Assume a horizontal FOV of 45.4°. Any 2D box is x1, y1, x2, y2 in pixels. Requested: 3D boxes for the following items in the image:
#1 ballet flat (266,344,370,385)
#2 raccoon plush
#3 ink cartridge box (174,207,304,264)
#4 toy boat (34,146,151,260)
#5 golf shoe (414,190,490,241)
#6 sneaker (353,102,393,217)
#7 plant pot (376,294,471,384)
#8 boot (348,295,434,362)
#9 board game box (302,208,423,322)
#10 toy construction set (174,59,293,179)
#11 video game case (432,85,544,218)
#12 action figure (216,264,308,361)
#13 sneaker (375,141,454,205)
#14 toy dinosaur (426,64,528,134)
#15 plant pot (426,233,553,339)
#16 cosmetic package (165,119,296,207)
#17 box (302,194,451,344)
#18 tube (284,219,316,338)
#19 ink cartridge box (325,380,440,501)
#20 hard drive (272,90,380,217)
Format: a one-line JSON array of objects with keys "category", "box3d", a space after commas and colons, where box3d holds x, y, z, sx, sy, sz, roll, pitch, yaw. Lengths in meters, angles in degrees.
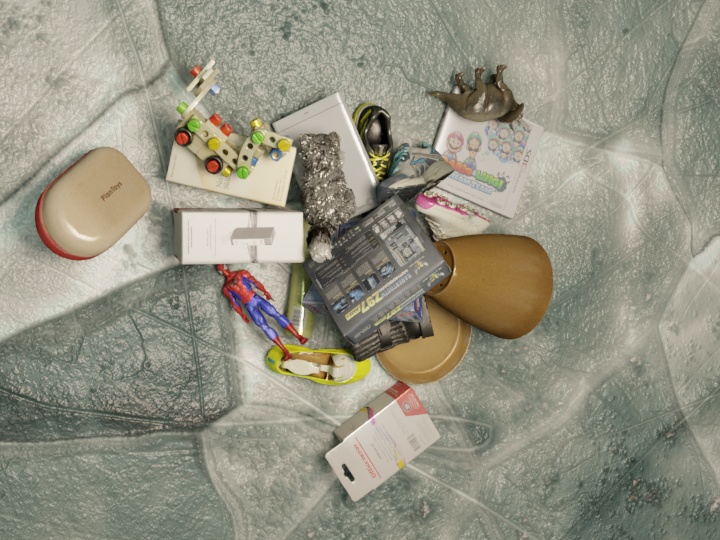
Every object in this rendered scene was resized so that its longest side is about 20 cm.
[{"category": "ballet flat", "box3d": [-0.068, 0.170, 1.518, 0.197, 0.067, 0.068, 9, 93, -18]}, {"category": "raccoon plush", "box3d": [-0.053, -0.129, 1.369, 0.095, 0.202, 0.135, -10, 131, -3]}, {"category": "ink cartridge box", "box3d": [-0.201, -0.059, 1.409, 0.196, 0.144, 0.085, 0, 96, -17]}, {"category": "toy boat", "box3d": [-0.431, -0.094, 1.349, 0.131, 0.130, 0.201, 51, 39, -16]}, {"category": "golf shoe", "box3d": [0.156, -0.080, 1.528, 0.198, 0.075, 0.092, 16, 107, -48]}, {"category": "sneaker", "box3d": [0.017, -0.190, 1.495, 0.073, 0.085, 0.204, -4, 97, -16]}, {"category": "plant pot", "box3d": [0.111, 0.108, 1.589, 0.196, 0.027, 0.204, -2, 98, -17]}, {"category": "boot", "box3d": [0.031, 0.041, 1.509, 0.155, 0.079, 0.215, -15, 77, 3]}, {"category": "board game box", "box3d": [0.000, 0.000, 1.455, 0.196, 0.062, 0.203, -10, 65, 17]}, {"category": "toy construction set", "box3d": [-0.209, -0.223, 1.330, 0.131, 0.092, 0.200, -42, 90, 20]}, {"category": "video game case", "box3d": [0.228, -0.217, 1.590, 0.197, 0.024, 0.185, 20, 90, -18]}, {"category": "action figure", "box3d": [-0.175, 0.061, 1.460, 0.065, 0.052, 0.200, -44, 82, 4]}, {"category": "sneaker", "box3d": [0.076, -0.168, 1.475, 0.087, 0.077, 0.199, 55, 39, 5]}, {"category": "toy dinosaur", "box3d": [0.219, -0.305, 1.528, 0.197, 0.077, 0.104, -3, 83, -22]}, {"category": "plant pot", "box3d": [0.202, 0.013, 1.492, 0.198, 0.185, 0.190, 13, 93, -38]}, {"category": "cosmetic package", "box3d": [-0.212, -0.175, 1.416, 0.196, 0.073, 0.105, 11, 94, -10]}, {"category": "box", "box3d": [0.024, -0.003, 1.380, 0.199, 0.159, 0.051, -37, 147, 4]}, {"category": "tube", "box3d": [-0.093, 0.016, 1.506, 0.051, 0.058, 0.204, 7, 87, 25]}, {"category": "ink cartridge box", "box3d": [0.032, 0.310, 1.565, 0.199, 0.067, 0.118, -34, 105, -13]}, {"category": "hard drive", "box3d": [-0.053, -0.184, 1.467, 0.130, 0.027, 0.203, -21, 99, 17]}]
